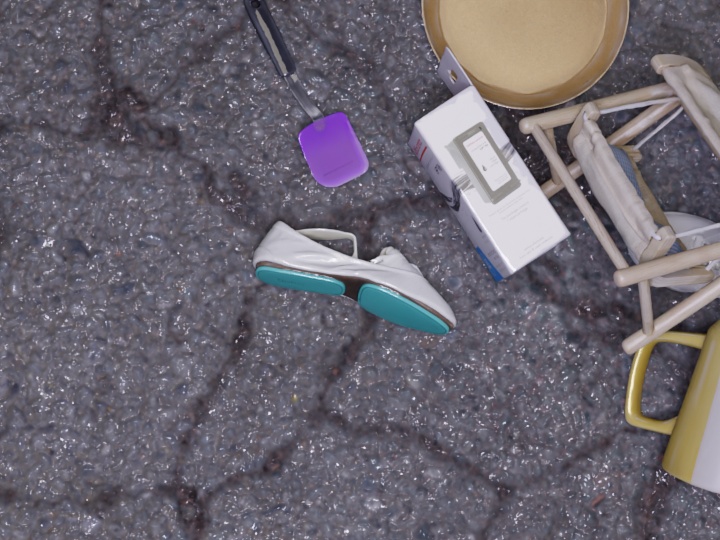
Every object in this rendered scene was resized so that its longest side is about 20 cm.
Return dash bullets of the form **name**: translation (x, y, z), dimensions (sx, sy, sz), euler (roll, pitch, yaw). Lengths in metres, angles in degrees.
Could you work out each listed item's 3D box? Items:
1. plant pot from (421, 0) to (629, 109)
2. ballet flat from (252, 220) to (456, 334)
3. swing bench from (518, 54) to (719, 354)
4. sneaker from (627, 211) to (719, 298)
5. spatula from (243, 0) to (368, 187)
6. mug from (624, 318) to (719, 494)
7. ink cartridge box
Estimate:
- **plant pot**: translation (0.155, -0.251, 1.433), dimensions (0.198, 0.027, 0.203), euler (0, 87, -3)
- **ballet flat**: translation (0.000, 0.000, 1.397), dimensions (0.198, 0.069, 0.070), euler (17, 86, 0)
- **swing bench**: translation (0.276, -0.071, 1.337), dimensions (0.198, 0.130, 0.200), euler (-26, 56, -2)
- **sneaker**: translation (0.346, -0.002, 1.394), dimensions (0.198, 0.088, 0.076), euler (24, 87, 0)
- **spatula**: translation (-0.059, -0.173, 1.421), dimensions (0.056, 0.021, 0.201), euler (-28, 85, -16)
- **mug**: translation (0.339, 0.114, 1.345), dimensions (0.184, 0.149, 0.155), euler (10, 96, 3)
- **ink cartridge box**: translation (0.103, -0.094, 1.376), dimensions (0.067, 0.116, 0.201), euler (-32, 87, -4)
